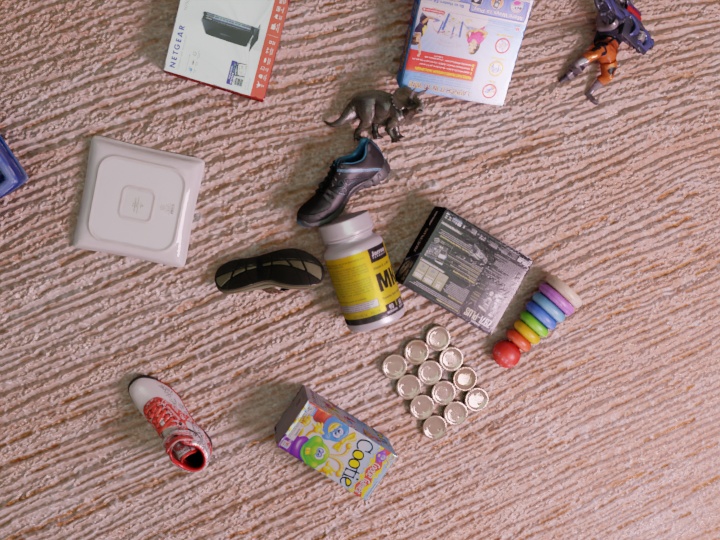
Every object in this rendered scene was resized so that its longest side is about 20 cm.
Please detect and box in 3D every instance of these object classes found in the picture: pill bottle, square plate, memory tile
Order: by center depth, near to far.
[{"bbox_3d":[-0.391,-0.119,1.348,0.197,0.028,0.201,11,96,-10],"label":"square plate"},{"bbox_3d":[0.000,0.000,1.384,0.114,0.114,0.201,-20,101,-6],"label":"pill bottle"},{"bbox_3d":[0.147,0.217,1.487,0.153,0.017,0.200,-34,101,-4],"label":"memory tile"}]

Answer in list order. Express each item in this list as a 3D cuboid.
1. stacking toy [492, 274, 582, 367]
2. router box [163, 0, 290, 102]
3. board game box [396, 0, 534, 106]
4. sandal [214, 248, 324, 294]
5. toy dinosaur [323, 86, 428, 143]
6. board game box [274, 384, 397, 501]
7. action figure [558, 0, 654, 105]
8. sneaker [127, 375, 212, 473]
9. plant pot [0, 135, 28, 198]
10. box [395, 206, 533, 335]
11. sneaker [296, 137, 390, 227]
[{"bbox_3d":[0.330,0.105,1.475,0.085,0.085,0.200,42,94,-12],"label":"stacking toy"},{"bbox_3d":[-0.229,-0.414,1.325,0.179,0.049,0.201,14,95,-11],"label":"router box"},{"bbox_3d":[0.182,-0.408,1.356,0.199,0.056,0.196,8,119,-10],"label":"board game box"},{"bbox_3d":[-0.163,0.009,1.389,0.200,0.057,0.080,-4,61,7],"label":"sandal"},{"bbox_3d":[0.034,-0.284,1.373,0.199,0.077,0.103,7,111,24],"label":"toy dinosaur"},{"bbox_3d":[-0.048,0.319,1.423,0.200,0.105,0.103,34,92,-11],"label":"board game box"},{"bbox_3d":[0.441,-0.436,1.410,0.200,0.105,0.194,33,86,-37],"label":"action figure"},{"bbox_3d":[-0.339,0.275,1.367,0.067,0.108,0.202,-39,101,-2],"label":"sneaker"},{"bbox_3d":[-0.663,-0.171,1.218,0.200,0.180,0.200,-34,101,-4],"label":"plant pot"},{"bbox_3d":[0.191,-0.001,1.430,0.200,0.086,0.164,29,92,-12],"label":"box"},{"bbox_3d":[-0.043,-0.158,1.368,0.200,0.073,0.082,-41,132,-11],"label":"sneaker"}]
